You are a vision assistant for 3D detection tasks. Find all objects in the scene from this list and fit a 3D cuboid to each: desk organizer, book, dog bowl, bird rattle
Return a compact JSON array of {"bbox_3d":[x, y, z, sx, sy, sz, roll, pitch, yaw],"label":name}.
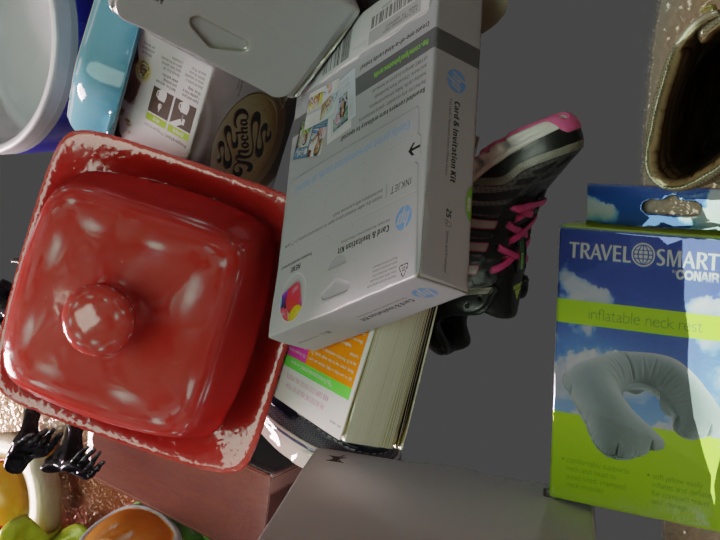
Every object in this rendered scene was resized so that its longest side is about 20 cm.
[{"bbox_3d":[-0.130,0.154,0.906,0.199,0.071,0.078,18,108,31],"label":"desk organizer"},{"bbox_3d":[0.000,0.000,0.741,0.133,0.048,0.202,18,94,58],"label":"book"},{"bbox_3d":[-0.290,-0.201,0.958,0.199,0.078,0.202,7,101,37],"label":"dog bowl"},{"bbox_3d":[-0.323,0.234,1.053,0.199,0.112,0.165,-13,77,47],"label":"bird rattle"}]

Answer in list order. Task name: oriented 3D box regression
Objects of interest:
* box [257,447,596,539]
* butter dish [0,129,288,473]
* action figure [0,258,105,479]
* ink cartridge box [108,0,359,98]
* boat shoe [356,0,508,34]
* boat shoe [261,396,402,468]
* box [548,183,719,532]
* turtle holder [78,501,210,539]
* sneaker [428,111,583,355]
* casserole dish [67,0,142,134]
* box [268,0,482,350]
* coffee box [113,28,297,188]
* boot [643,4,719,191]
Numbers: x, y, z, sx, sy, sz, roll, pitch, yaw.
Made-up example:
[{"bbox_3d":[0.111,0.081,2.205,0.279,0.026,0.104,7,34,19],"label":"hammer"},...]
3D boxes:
[{"bbox_3d":[0.039,0.212,0.689,0.197,0.200,0.132,8,101,9],"label":"box"},{"bbox_3d":[-0.148,0.025,0.723,0.198,0.148,0.202,18,95,5],"label":"butter dish"},{"bbox_3d":[-0.233,0.060,0.880,0.102,0.119,0.201,-29,52,19],"label":"action figure"},{"bbox_3d":[-0.097,-0.226,0.748,0.085,0.144,0.201,-46,42,28],"label":"ink cartridge box"},{"bbox_3d":[0.024,-0.175,0.769,0.199,0.071,0.063,-19,46,42],"label":"boat shoe"},{"bbox_3d":[-0.044,0.075,0.834,0.199,0.074,0.094,29,118,28],"label":"boat shoe"},{"bbox_3d":[0.183,0.050,0.697,0.121,0.048,0.202,5,100,33],"label":"box"},{"bbox_3d":[-0.185,0.283,0.920,0.141,0.131,0.187,35,116,23],"label":"turtle holder"},{"bbox_3d":[0.088,-0.017,0.739,0.088,0.073,0.200,52,123,16],"label":"sneaker"},{"bbox_3d":[-0.184,-0.185,0.849,0.121,0.038,0.202,130,152,-62],"label":"casserole dish"},{"bbox_3d":[0.008,-0.066,0.686,0.155,0.041,0.202,-24,54,51],"label":"box"},{"bbox_3d":[-0.128,-0.070,0.852,0.079,0.113,0.202,29,111,28],"label":"coffee box"},{"bbox_3d":[0.226,-0.128,0.581,0.072,0.154,0.201,38,114,24],"label":"boot"}]
